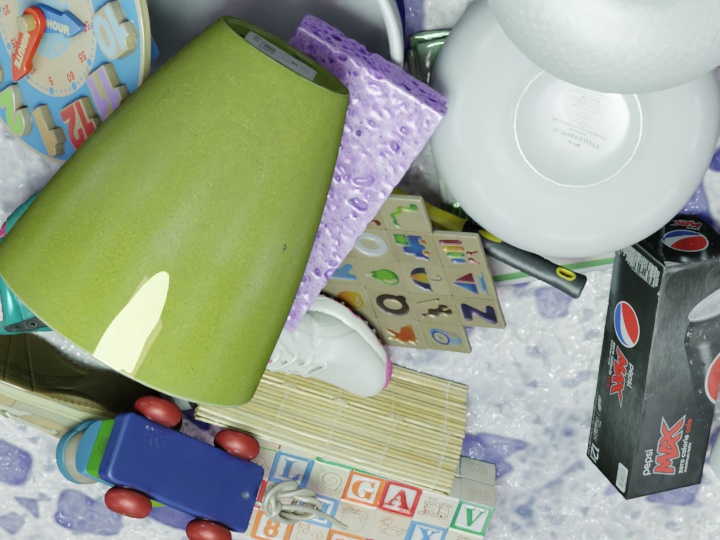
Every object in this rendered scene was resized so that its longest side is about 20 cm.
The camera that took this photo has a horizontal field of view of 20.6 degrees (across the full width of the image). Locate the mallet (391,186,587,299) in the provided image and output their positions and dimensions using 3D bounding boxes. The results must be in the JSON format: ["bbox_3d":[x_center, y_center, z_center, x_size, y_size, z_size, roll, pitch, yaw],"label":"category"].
[{"bbox_3d":[0.067,-0.039,1.387,0.200,0.066,0.041,21,139,-1],"label":"mallet"}]

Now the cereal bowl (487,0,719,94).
[{"bbox_3d":[0.173,-0.211,1.234,0.200,0.083,0.200,0,90,-1],"label":"cereal bowl"}]

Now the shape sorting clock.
[{"bbox_3d":[-0.207,-0.167,1.302,0.200,0.039,0.200,20,122,36],"label":"shape sorting clock"}]

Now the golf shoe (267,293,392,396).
[{"bbox_3d":[-0.068,0.047,1.422,0.200,0.092,0.075,33,143,-18],"label":"golf shoe"}]

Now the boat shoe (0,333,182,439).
[{"bbox_3d":[-0.237,0.099,1.499,0.200,0.073,0.063,20,119,-17],"label":"boat shoe"}]

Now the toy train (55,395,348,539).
[{"bbox_3d":[-0.120,0.160,1.457,0.200,0.085,0.116,27,162,-31],"label":"toy train"}]

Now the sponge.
[{"bbox_3d":[-0.040,-0.062,1.317,0.111,0.030,0.200,32,118,-6],"label":"sponge"}]

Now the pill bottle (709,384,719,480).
[{"bbox_3d":[0.322,0.070,1.413,0.111,0.111,0.200,16,120,-4],"label":"pill bottle"}]

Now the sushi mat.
[{"bbox_3d":[-0.019,0.099,1.470,0.200,0.096,0.012,18,142,-5],"label":"sushi mat"}]

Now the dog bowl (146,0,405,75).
[{"bbox_3d":[-0.069,-0.158,1.333,0.200,0.079,0.200,2,120,3],"label":"dog bowl"}]

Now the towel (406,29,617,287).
[{"bbox_3d":[0.123,-0.084,1.394,0.152,0.023,0.200,-9,117,8],"label":"towel"}]

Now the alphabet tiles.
[{"bbox_3d":[0.000,0.000,1.406,0.200,0.006,0.167,5,142,23],"label":"alphabet tiles"}]

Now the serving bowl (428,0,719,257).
[{"bbox_3d":[0.143,-0.102,1.315,0.200,0.066,0.200,0,101,2],"label":"serving bowl"}]

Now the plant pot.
[{"bbox_3d":[-0.097,-0.050,1.232,0.187,0.187,0.200,29,103,-12],"label":"plant pot"}]

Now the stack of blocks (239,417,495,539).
[{"bbox_3d":[0.001,0.162,1.521,0.200,0.059,0.115,16,120,-5],"label":"stack of blocks"}]

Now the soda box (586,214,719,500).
[{"bbox_3d":[0.218,0.064,1.433,0.071,0.063,0.200,-10,123,-22],"label":"soda box"}]

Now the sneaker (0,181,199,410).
[{"bbox_3d":[-0.204,0.031,1.447,0.121,0.084,0.200,-23,108,11],"label":"sneaker"}]
